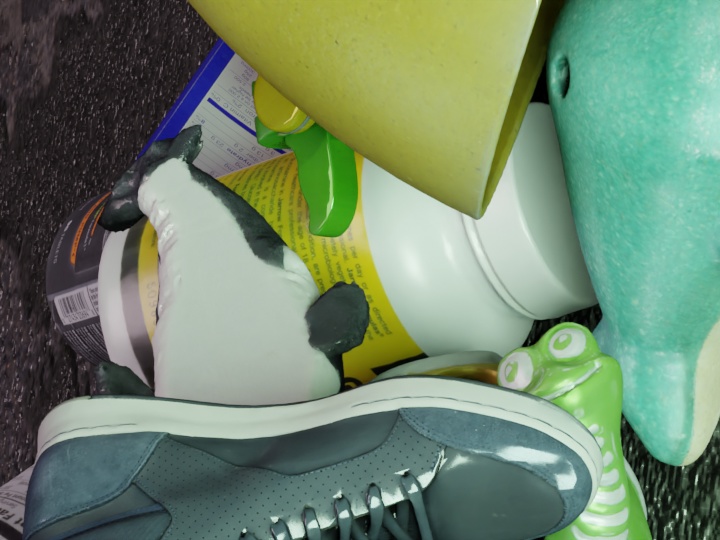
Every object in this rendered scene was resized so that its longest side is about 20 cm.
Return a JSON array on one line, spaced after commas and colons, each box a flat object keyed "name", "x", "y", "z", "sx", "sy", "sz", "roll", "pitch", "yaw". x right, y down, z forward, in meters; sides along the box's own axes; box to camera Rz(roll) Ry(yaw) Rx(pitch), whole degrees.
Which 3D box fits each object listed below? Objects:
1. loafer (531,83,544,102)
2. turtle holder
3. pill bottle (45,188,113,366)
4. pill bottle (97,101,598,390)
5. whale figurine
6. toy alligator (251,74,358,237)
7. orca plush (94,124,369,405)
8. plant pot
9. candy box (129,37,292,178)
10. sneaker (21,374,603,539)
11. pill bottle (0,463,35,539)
[{"name": "loafer", "x": 0.028, "y": -0.021, "z": 1.324, "sx": 0.071, "sy": 0.073, "sz": 0.200, "roll": -92, "pitch": 26, "yaw": -58}, {"name": "turtle holder", "x": 0.038, "y": 0.098, "z": 1.111, "sx": 0.186, "sy": 0.141, "sz": 0.132, "roll": 71, "pitch": -177, "yaw": -67}, {"name": "pill bottle", "x": -0.085, "y": -0.003, "z": 1.531, "sx": 0.200, "sy": 0.106, "sz": 0.106, "roll": 165, "pitch": 111, "yaw": -66}, {"name": "pill bottle", "x": 0.000, "y": 0.000, "z": 1.224, "sx": 0.200, "sy": 0.112, "sz": 0.113, "roll": -18, "pitch": 61, "yaw": 31}, {"name": "whale figurine", "x": 0.109, "y": -0.032, "z": 1.065, "sx": 0.159, "sy": 0.104, "sz": 0.200, "roll": -121, "pitch": 40, "yaw": -56}, {"name": "toy alligator", "x": -0.014, "y": -0.114, "z": 1.157, "sx": 0.054, "sy": 0.059, "sz": 0.200, "roll": 8, "pitch": 92, "yaw": 45}, {"name": "orca plush", "x": -0.052, "y": 0.036, "z": 1.151, "sx": 0.200, "sy": 0.105, "sz": 0.071, "roll": 47, "pitch": 165, "yaw": 44}, {"name": "plant pot", "x": 0.008, "y": -0.134, "z": 1.043, "sx": 0.200, "sy": 0.142, "sz": 0.200, "roll": 19, "pitch": -90, "yaw": -85}, {"name": "candy box", "x": -0.003, "y": -0.118, "z": 1.307, "sx": 0.169, "sy": 0.077, "sz": 0.200, "roll": -55, "pitch": 4, "yaw": -37}, {"name": "sneaker", "x": -0.024, "y": 0.109, "z": 0.980, "sx": 0.146, "sy": 0.202, "sz": 0.077, "roll": -78, "pitch": -23, "yaw": -46}, {"name": "pill bottle", "x": -0.123, "y": 0.139, "z": 1.293, "sx": 0.111, "sy": 0.200, "sz": 0.112, "roll": 32, "pitch": 141, "yaw": 31}]
